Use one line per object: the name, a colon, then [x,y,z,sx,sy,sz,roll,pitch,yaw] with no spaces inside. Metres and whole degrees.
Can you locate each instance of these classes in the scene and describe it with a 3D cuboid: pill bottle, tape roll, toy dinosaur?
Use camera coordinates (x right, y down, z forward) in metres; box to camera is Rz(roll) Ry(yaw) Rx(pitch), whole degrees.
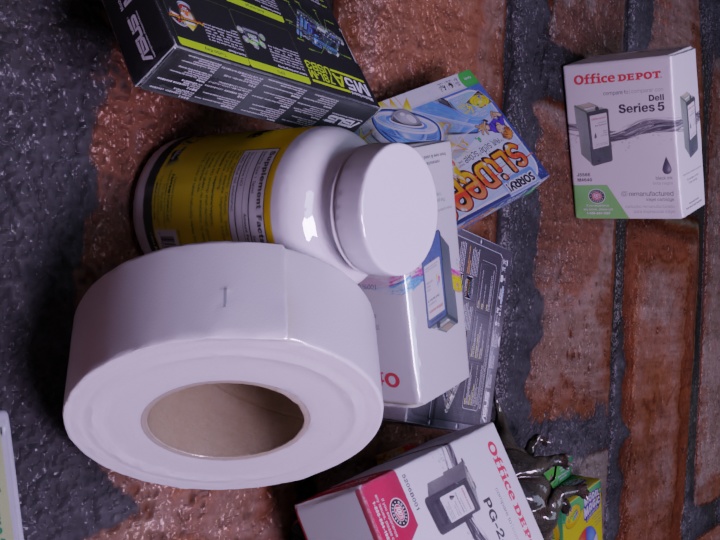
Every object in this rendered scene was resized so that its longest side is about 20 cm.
pill bottle: [-0.052,-0.042,0.676,0.112,0.200,0.113,-4,96,-53]
tape roll: [-0.086,0.068,0.632,0.202,0.202,0.071,43,32,-45]
toy dinosaur: [0.179,0.230,1.063,0.102,0.077,0.200,-12,76,-25]

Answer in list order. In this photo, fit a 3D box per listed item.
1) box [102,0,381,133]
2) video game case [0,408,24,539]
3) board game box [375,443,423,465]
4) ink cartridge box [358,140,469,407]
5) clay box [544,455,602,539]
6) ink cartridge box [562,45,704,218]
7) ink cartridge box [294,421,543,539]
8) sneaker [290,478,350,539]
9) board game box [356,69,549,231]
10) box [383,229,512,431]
box: [-0.094,-0.190,0.666,0.200,0.048,0.193,4,57,-53]
video game case: [-0.271,0.197,0.551,0.182,0.022,0.200,-14,102,-51]
board game box: [0.099,0.269,0.947,0.151,0.046,0.200,9,61,-47]
ink cartridge box: [0.000,0.000,0.792,0.087,0.145,0.200,-17,104,-52]
clay box: [0.262,0.345,1.231,0.115,0.048,0.200,-14,104,-52]
ink cartridge box: [0.343,-0.170,1.228,0.084,0.145,0.200,-25,111,-48]
ink cartridge box: [0.060,0.226,0.823,0.200,0.083,0.145,-13,77,-50]
sneaker: [0.009,0.280,0.873,0.075,0.081,0.200,-42,123,-45]
board game box: [0.072,-0.103,0.900,0.200,0.034,0.135,-29,80,-42]
box: [0.083,0.059,0.983,0.158,0.048,0.200,18,78,-50]
